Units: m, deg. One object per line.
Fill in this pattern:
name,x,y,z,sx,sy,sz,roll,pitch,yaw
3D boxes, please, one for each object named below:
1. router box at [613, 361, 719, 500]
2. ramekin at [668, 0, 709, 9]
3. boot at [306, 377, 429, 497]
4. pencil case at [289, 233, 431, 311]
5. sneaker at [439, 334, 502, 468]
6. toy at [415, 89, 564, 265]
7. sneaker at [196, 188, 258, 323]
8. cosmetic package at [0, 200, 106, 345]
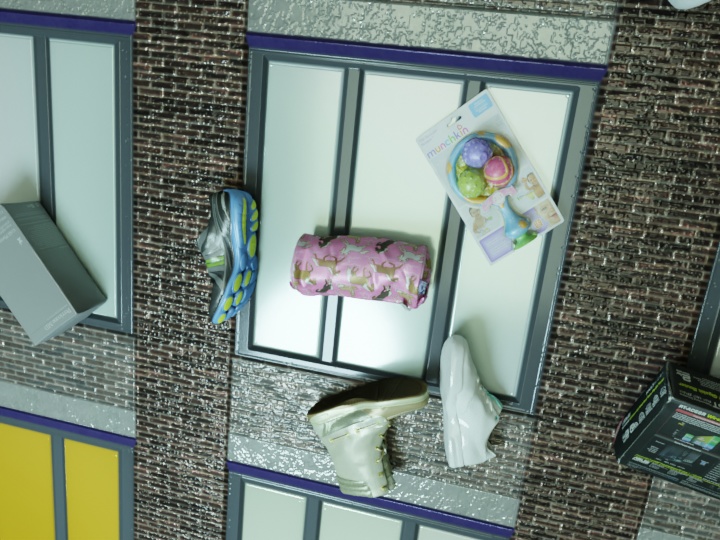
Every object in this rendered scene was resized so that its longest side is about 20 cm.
router box,0.452,0.216,0.731,0.196,0.063,0.152,19,133,7
ramekin,0.380,-0.360,0.568,0.199,0.201,0.098,-36,102,18
boot,0.031,0.254,0.859,0.197,0.072,0.157,-18,98,21
pencil case,0.000,0.000,0.799,0.196,0.087,0.084,7,137,11
sneaker,0.162,0.185,0.821,0.086,0.075,0.204,-5,109,1
toy,0.169,-0.118,0.748,0.114,0.047,0.202,-31,96,16
sneaker,-0.201,-0.021,0.851,0.081,0.071,0.204,14,105,23
cosmetic package,-0.516,0.003,0.912,0.106,0.090,0.202,-34,91,15
